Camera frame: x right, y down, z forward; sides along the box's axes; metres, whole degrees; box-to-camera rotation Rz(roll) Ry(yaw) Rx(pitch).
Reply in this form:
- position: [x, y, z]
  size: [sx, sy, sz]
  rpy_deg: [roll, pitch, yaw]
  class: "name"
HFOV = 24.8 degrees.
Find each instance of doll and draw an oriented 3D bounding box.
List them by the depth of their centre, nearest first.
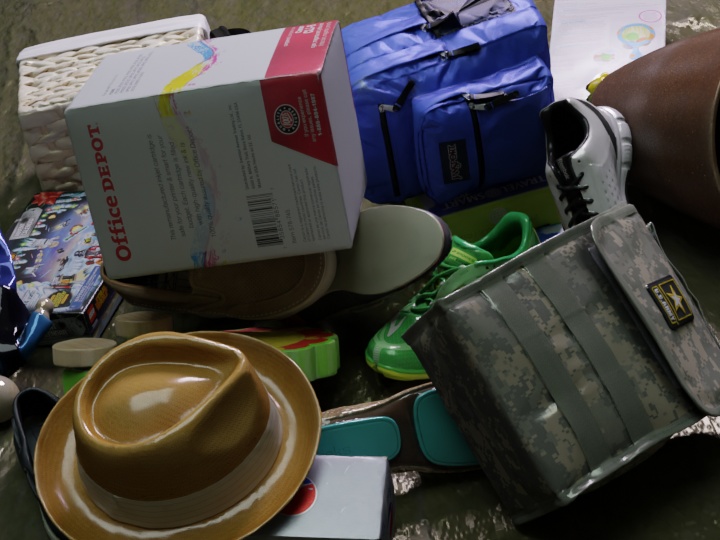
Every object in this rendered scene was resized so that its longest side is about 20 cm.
- position: [-0.327, 0.046, 1.402]
  size: [0.136, 0.048, 0.201]
  rpy_deg: [-27, 57, 6]
  class: "doll"

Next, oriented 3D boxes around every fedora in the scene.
- position: [-0.128, 0.099, 1.101]
  size: [0.200, 0.082, 0.201]
  rpy_deg: [-4, 51, 4]
  class: "fedora"

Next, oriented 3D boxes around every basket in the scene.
- position: [-0.235, -0.156, 1.640]
  size: [0.199, 0.136, 0.124]
  rpy_deg: [-11, 35, 2]
  class: "basket"

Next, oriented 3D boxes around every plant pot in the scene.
- position: [0.291, -0.124, 1.396]
  size: [0.187, 0.188, 0.200]
  rpy_deg: [-32, 24, -27]
  class: "plant pot"

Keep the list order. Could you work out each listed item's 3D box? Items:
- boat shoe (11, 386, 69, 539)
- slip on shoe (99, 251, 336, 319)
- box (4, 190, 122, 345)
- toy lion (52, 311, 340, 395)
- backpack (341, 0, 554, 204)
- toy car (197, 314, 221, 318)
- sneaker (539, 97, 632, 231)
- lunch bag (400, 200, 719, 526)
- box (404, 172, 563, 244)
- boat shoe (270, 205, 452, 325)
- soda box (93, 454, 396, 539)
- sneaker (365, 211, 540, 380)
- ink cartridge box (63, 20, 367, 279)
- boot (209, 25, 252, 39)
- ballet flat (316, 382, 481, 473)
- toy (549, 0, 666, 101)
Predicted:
- position: [-0.215, 0.148, 1.239]
  size: [0.074, 0.066, 0.199]
  rpy_deg: [-22, 34, -16]
  class: "boat shoe"
- position: [-0.118, -0.001, 1.329]
  size: [0.199, 0.076, 0.061]
  rpy_deg: [2, -8, 25]
  class: "slip on shoe"
- position: [-0.275, -0.006, 1.514]
  size: [0.136, 0.040, 0.200]
  rpy_deg: [-2, 35, 18]
  class: "box"
- position: [-0.116, 0.073, 1.273]
  size: [0.191, 0.069, 0.200]
  rpy_deg: [-1, 7, 14]
  class: "toy lion"
- position: [0.065, -0.147, 1.412]
  size: [0.199, 0.163, 0.168]
  rpy_deg: [-14, 36, -3]
  class: "backpack"
- position: [-0.111, -0.066, 1.448]
  size: [0.199, 0.150, 0.175]
  rpy_deg: [-22, 34, -13]
  class: "toy car"
- position: [0.183, -0.050, 1.326]
  size: [0.074, 0.080, 0.201]
  rpy_deg: [-27, 59, 33]
  class: "sneaker"
- position: [0.161, 0.057, 1.144]
  size: [0.199, 0.164, 0.118]
  rpy_deg: [-28, -8, -22]
  class: "lunch bag"
- position: [0.102, -0.078, 1.489]
  size: [0.121, 0.048, 0.200]
  rpy_deg: [-17, 33, -6]
  class: "box"
- position: [0.000, 0.000, 1.332]
  size: [0.200, 0.062, 0.072]
  rpy_deg: [-22, 66, 37]
  class: "boat shoe"
- position: [-0.078, 0.171, 1.132]
  size: [0.199, 0.064, 0.068]
  rpy_deg: [0, 50, 8]
  class: "soda box"
- position: [0.072, 0.017, 1.322]
  size: [0.074, 0.084, 0.200]
  rpy_deg: [20, 46, 39]
  class: "sneaker"
- position: [-0.108, -0.096, 1.280]
  size: [0.199, 0.146, 0.145]
  rpy_deg: [-7, 24, 8]
  class: "ink cartridge box"
- position: [-0.038, -0.180, 1.610]
  size: [0.157, 0.080, 0.211]
  rpy_deg: [-30, 73, -19]
  class: "boot"
- position: [0.032, 0.117, 1.201]
  size: [0.199, 0.071, 0.065]
  rpy_deg: [-5, 1, -11]
  class: "ballet flat"
- position: [0.248, -0.213, 1.641]
  size: [0.115, 0.047, 0.200]
  rpy_deg: [-1, 38, 12]
  class: "toy"
